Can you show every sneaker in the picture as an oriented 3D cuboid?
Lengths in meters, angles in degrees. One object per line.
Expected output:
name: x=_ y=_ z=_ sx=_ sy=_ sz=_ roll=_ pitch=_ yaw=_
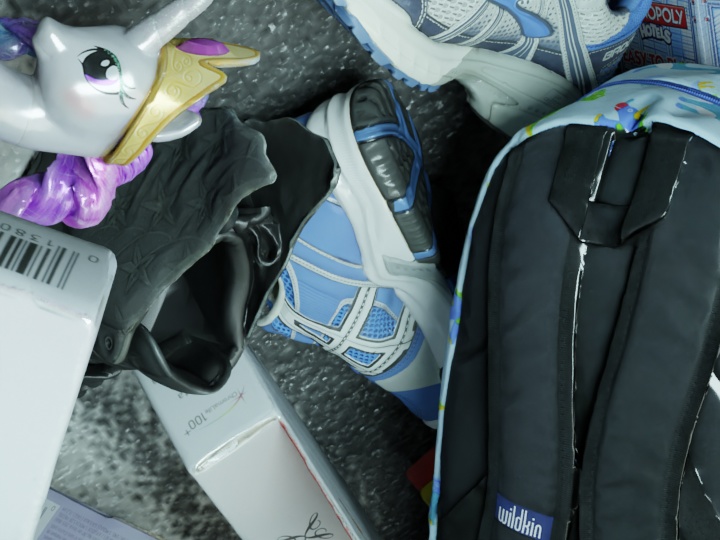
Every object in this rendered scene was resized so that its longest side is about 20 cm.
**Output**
sneaker: x=-0.082 y=0.011 z=0.729 sx=0.060 sy=0.104 sz=0.200 roll=6 pitch=127 yaw=-41
sneaker: x=0.037 y=-0.107 z=0.728 sx=0.085 sy=0.077 sz=0.200 roll=-50 pitch=150 yaw=12
sneaker: x=0.000 y=0.000 z=0.821 sx=0.077 sy=0.076 sz=0.200 roll=-14 pitch=143 yaw=10

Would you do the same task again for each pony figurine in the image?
pony figurine: x=-0.145 y=-0.019 z=0.634 sx=0.199 sy=0.167 sz=0.194 roll=11 pitch=117 yaw=-25

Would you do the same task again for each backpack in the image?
backpack: x=0.103 y=0.029 z=0.746 sx=0.154 sy=0.162 sz=0.201 roll=-39 pitch=130 yaw=-42

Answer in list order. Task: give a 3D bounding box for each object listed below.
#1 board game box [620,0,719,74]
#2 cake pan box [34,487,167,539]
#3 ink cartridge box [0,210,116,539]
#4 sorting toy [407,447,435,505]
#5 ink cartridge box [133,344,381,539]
board game box: x=0.183 y=-0.053 z=0.846 sx=0.199 sy=0.062 sz=0.201 roll=-34 pitch=119 yaw=-16
cake pan box: x=-0.116 y=0.180 z=0.769 sx=0.185 sy=0.199 sz=0.052 roll=-57 pitch=149 yaw=-22
ink cartridge box: x=-0.169 y=0.060 z=0.578 sx=0.162 sy=0.057 sz=0.201 roll=19 pitch=111 yaw=-5
sorting toy: x=0.104 y=0.107 z=0.982 sx=0.198 sy=0.070 sz=0.201 roll=-24 pitch=142 yaw=-23
ink cartridge box: x=-0.015 y=0.109 z=0.827 sx=0.043 sy=0.174 sz=0.200 roll=-31 pitch=143 yaw=-1
